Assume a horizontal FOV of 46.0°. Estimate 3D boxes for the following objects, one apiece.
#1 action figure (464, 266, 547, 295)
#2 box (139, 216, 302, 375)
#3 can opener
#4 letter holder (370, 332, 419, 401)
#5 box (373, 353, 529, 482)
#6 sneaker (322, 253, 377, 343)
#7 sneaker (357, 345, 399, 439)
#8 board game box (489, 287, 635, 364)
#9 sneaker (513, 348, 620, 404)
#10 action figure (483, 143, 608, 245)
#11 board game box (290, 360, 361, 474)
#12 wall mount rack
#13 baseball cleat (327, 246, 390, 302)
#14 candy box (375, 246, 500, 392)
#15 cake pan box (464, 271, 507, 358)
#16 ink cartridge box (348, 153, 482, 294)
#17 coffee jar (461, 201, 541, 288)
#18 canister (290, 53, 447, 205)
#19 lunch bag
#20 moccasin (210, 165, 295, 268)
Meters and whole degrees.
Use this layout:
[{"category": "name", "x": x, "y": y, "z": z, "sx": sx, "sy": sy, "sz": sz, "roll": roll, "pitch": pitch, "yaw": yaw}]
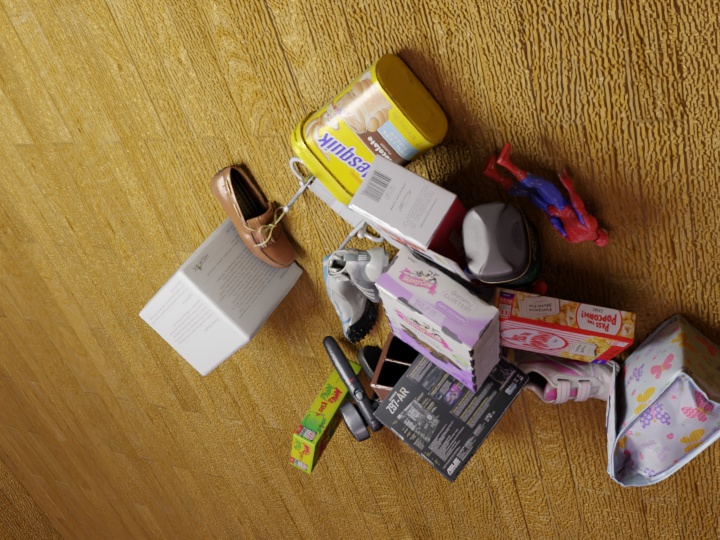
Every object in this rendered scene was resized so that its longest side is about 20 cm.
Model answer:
[{"category": "action figure", "x": 0.189, "y": -0.005, "z": 1.287, "sx": 0.197, "sy": 0.066, "sz": 0.052, "roll": 20, "pitch": 130, "yaw": 19}, {"category": "box", "x": -0.250, "y": 0.040, "z": 1.527, "sx": 0.171, "sy": 0.201, "sz": 0.198, "roll": 44, "pitch": 138, "yaw": -8}, {"category": "can opener", "x": -0.017, "y": 0.211, "z": 1.562, "sx": 0.203, "sy": 0.077, "sz": 0.063, "roll": 64, "pitch": 166, "yaw": 11}, {"category": "letter holder", "x": 0.122, "y": 0.209, "z": 1.460, "sx": 0.140, "sy": 0.102, "sz": 0.201, "roll": 10, "pitch": 153, "yaw": 27}, {"category": "box", "x": 0.141, "y": 0.198, "z": 1.316, "sx": 0.159, "sy": 0.201, "sz": 0.044, "roll": 37, "pitch": 172, "yaw": 16}, {"category": "sneaker", "x": -0.020, "y": 0.048, "z": 1.490, "sx": 0.073, "sy": 0.071, "sz": 0.202, "roll": 47, "pitch": 160, "yaw": 42}, {"category": "sneaker", "x": 0.045, "y": 0.233, "z": 1.612, "sx": 0.200, "sy": 0.060, "sz": 0.104, "roll": 44, "pitch": 134, "yaw": -14}, {"category": "board game box", "x": 0.280, "y": 0.083, "z": 1.237, "sx": 0.196, "sy": 0.047, "sz": 0.152, "roll": 10, "pitch": 163, "yaw": 4}, {"category": "sneaker", "x": 0.328, "y": 0.178, "z": 1.345, "sx": 0.197, "sy": 0.089, "sz": 0.082, "roll": 12, "pitch": 135, "yaw": 25}, {"category": "action figure", "x": 0.261, "y": -0.096, "z": 1.153, "sx": 0.199, "sy": 0.052, "sz": 0.065, "roll": 38, "pitch": 146, "yaw": -10}, {"category": "board game box", "x": -0.065, "y": 0.275, "z": 1.619, "sx": 0.047, "sy": 0.201, "sz": 0.103, "roll": 24, "pitch": 139, "yaw": 11}, {"category": "wall mount rack", "x": -0.046, "y": -0.096, "z": 1.328, "sx": 0.199, "sy": 0.075, "sz": 0.174, "roll": 40, "pitch": 160, "yaw": -5}, {"category": "baseball cleat", "x": 0.000, "y": 0.000, "z": 1.369, "sx": 0.104, "sy": 0.071, "sz": 0.200, "roll": 6, "pitch": 161, "yaw": 2}, {"category": "candy box", "x": 0.116, "y": 0.075, "z": 1.223, "sx": 0.167, "sy": 0.072, "sz": 0.201, "roll": 35, "pitch": 166, "yaw": 22}, {"category": "cake pan box", "x": 0.148, "y": 0.067, "z": 1.396, "sx": 0.197, "sy": 0.052, "sz": 0.187, "roll": 16, "pitch": 133, "yaw": 22}, {"category": "ink cartridge box", "x": 0.101, "y": -0.058, "z": 1.181, "sx": 0.174, "sy": 0.085, "sz": 0.200, "roll": 31, "pitch": 178, "yaw": 22}, {"category": "coffee jar", "x": 0.195, "y": -0.032, "z": 1.149, "sx": 0.084, "sy": 0.200, "sz": 0.107, "roll": -9, "pitch": 84, "yaw": 18}, {"category": "canister", "x": 0.012, "y": -0.199, "z": 1.212, "sx": 0.149, "sy": 0.087, "sz": 0.199, "roll": 47, "pitch": 137, "yaw": -14}, {"category": "lunch bag", "x": 0.416, "y": 0.190, "z": 1.197, "sx": 0.126, "sy": 0.170, "sz": 0.201, "roll": 35, "pitch": 121, "yaw": -2}, {"category": "moccasin", "x": -0.175, "y": -0.092, "z": 1.456, "sx": 0.077, "sy": 0.073, "sz": 0.204, "roll": -14, "pitch": 110, "yaw": 51}]
